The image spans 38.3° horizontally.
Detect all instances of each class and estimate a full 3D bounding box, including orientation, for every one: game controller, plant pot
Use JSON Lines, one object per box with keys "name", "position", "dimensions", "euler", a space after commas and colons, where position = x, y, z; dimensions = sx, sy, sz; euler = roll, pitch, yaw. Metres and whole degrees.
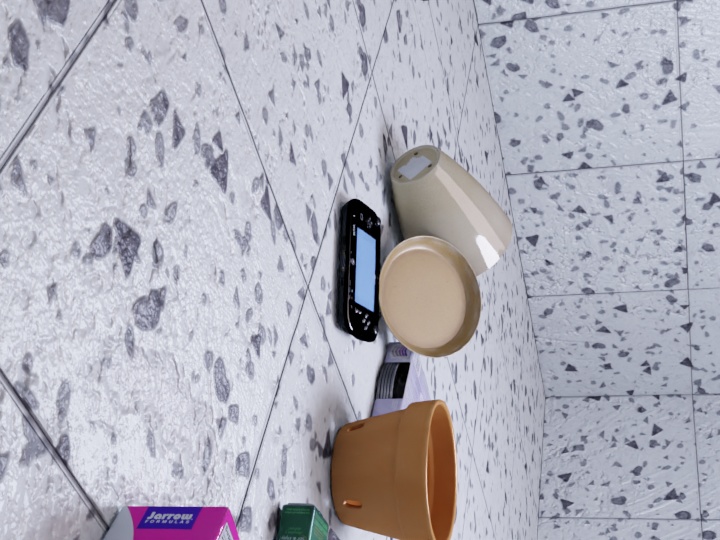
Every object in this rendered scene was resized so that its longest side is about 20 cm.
{"name": "game controller", "position": [0.000, 0.000, 1.483], "dimensions": [0.104, 0.042, 0.200], "euler": [44, 44, -66]}
{"name": "plant pot", "position": [0.135, -0.109, 1.765], "dimensions": [0.200, 0.187, 0.188], "euler": [55, 33, -37]}
{"name": "plant pot", "position": [0.108, 0.044, 1.681], "dimensions": [0.200, 0.027, 0.201], "euler": [7, 76, -30]}
{"name": "plant pot", "position": [0.046, 0.277, 1.413], "dimensions": [0.200, 0.140, 0.201], "euler": [-3, 90, -73]}

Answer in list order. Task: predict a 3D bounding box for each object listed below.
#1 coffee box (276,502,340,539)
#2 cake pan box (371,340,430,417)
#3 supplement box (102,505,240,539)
{"name": "coffee box", "position": [-0.067, 0.382, 1.178], "dimensions": [0.123, 0.044, 0.200], "euler": [66, 27, -52]}
{"name": "cake pan box", "position": [0.071, 0.240, 1.665], "dimensions": [0.184, 0.052, 0.200], "euler": [-77, 157, -48]}
{"name": "supplement box", "position": [-0.162, 0.282, 0.781], "dimensions": [0.200, 0.101, 0.104], "euler": [-67, 148, -58]}
